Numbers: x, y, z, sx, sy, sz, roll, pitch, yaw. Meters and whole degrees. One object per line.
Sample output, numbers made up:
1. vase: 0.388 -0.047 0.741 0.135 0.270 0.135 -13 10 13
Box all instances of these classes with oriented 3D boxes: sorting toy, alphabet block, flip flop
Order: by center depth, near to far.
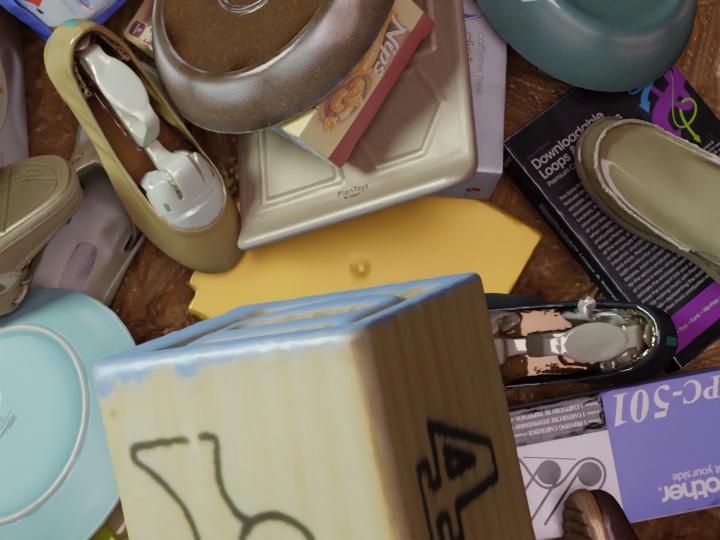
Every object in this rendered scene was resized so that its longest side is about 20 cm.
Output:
1. alphabet block: -0.022 0.124 1.038 0.195 0.196 0.200 -8 96 29
2. sorting toy: -0.005 -0.120 1.130 0.185 0.036 0.200 -16 63 30
3. flip flop: -0.180 -0.051 1.164 0.081 0.058 0.200 23 85 3

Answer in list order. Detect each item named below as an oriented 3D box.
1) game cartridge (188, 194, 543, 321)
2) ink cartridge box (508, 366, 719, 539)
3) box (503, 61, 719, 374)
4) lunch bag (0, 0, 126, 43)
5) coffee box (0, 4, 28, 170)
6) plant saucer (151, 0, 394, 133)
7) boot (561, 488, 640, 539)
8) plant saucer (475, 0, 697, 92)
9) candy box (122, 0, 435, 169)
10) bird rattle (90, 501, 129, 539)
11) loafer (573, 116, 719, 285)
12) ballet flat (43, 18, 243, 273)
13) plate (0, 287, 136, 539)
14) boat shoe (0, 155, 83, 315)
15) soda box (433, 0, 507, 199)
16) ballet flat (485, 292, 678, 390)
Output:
1. game cartridge: 0.000 0.000 1.180 0.200 0.032 0.176 31 84 4
2. ink cartridge box: 0.161 0.130 1.162 0.200 0.044 0.094 -10 86 -3
3. box: 0.208 -0.048 1.176 0.143 0.036 0.200 -37 87 -16
4. lunch bag: -0.200 -0.274 1.117 0.124 0.170 0.200 22 74 43
5. coffee box: -0.293 -0.160 1.137 0.080 0.114 0.200 -7 83 26
6. plant saucer: -0.063 -0.185 1.082 0.200 0.032 0.200 -15 61 29
7. boot: 0.237 0.204 1.135 0.166 0.072 0.200 -27 104 -11
8. plant saucer: 0.160 -0.222 1.159 0.200 0.036 0.200 9 68 -24
9. candy box: -0.059 -0.162 1.124 0.200 0.055 0.116 32 89 40
10. bird rattle: -0.183 0.142 1.128 0.163 0.113 0.200 12 81 16
11. loafer: 0.235 -0.041 1.126 0.200 0.067 0.076 33 74 -2
12. ballet flat: -0.140 -0.079 1.115 0.069 0.063 0.200 -42 103 -18
13. plate: -0.230 0.104 1.112 0.200 0.026 0.200 -10 67 26
14. boat shoe: -0.254 -0.005 1.129 0.200 0.065 0.071 -33 41 21
15. soda box: 0.065 -0.154 1.165 0.068 0.064 0.200 4 76 -4
16. ballet flat: 0.110 0.048 1.114 0.200 0.073 0.073 -3 84 7
